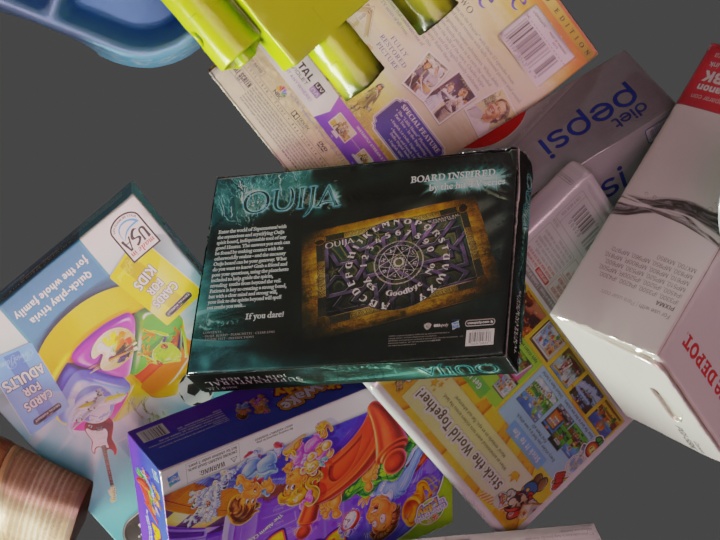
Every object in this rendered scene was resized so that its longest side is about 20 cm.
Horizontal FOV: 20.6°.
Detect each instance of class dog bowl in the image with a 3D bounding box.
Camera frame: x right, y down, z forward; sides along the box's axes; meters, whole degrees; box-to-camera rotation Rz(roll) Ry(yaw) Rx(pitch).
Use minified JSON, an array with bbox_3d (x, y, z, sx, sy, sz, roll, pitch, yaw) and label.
[{"bbox_3d":[-0.170,-0.191,1.173,0.199,0.050,0.112,21,99,-11],"label":"dog bowl"}]

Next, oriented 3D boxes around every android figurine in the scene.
[{"bbox_3d":[-0.038,-0.203,1.149,0.182,0.041,0.200,-44,98,-12],"label":"android figurine"}]

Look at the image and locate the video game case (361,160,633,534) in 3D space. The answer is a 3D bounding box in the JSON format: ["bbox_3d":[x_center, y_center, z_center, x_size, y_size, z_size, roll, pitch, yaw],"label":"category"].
[{"bbox_3d":[0.110,0.055,1.221,0.182,0.023,0.200,-44,135,-5],"label":"video game case"}]

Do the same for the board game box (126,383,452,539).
[{"bbox_3d":[-0.038,0.128,1.206,0.199,0.045,0.135,-21,127,-25],"label":"board game box"}]

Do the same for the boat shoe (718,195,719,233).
[{"bbox_3d":[0.265,-0.011,1.121,0.074,0.068,0.199,-60,142,-11],"label":"boat shoe"}]

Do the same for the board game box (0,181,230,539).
[{"bbox_3d":[-0.136,0.071,1.236,0.151,0.047,0.200,-39,104,2],"label":"board game box"}]

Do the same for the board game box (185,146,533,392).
[{"bbox_3d":[0.000,0.000,1.159,0.199,0.028,0.136,-4,62,22],"label":"board game box"}]

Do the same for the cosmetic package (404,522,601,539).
[{"bbox_3d":[0.074,0.210,1.234,0.199,0.083,0.051,-1,142,-32],"label":"cosmetic package"}]

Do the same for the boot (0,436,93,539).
[{"bbox_3d":[-0.259,0.181,1.237,0.154,0.074,0.201,19,113,2],"label":"boot"}]

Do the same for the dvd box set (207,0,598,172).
[{"bbox_3d":[0.026,-0.130,1.222,0.200,0.029,0.147,-39,104,3],"label":"dvd box set"}]

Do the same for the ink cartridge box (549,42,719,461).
[{"bbox_3d":[0.215,-0.010,1.186,0.201,0.083,0.147,-57,142,-13],"label":"ink cartridge box"}]

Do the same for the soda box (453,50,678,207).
[{"bbox_3d":[0.103,-0.048,1.216,0.199,0.068,0.064,-31,136,-3],"label":"soda box"}]
